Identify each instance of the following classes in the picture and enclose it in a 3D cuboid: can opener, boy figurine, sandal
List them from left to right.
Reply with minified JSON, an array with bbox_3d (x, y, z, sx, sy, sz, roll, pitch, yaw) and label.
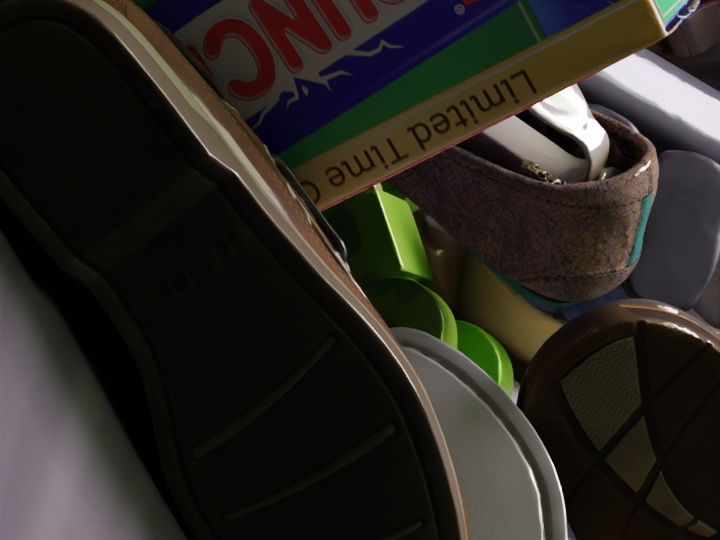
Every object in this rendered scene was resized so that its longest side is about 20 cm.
[{"bbox_3d":[0.062,-0.085,0.876,0.200,0.053,0.067,26,59,-29],"label":"can opener"},{"bbox_3d":[0.076,0.007,0.918,0.124,0.064,0.200,25,-15,0],"label":"boy figurine"},{"bbox_3d":[0.109,0.055,0.819,0.200,0.082,0.055,30,29,-47],"label":"sandal"}]

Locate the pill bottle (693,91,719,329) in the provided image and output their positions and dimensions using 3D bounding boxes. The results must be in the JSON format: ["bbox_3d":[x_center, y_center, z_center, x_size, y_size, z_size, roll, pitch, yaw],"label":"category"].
[{"bbox_3d":[0.170,-0.039,0.991,0.111,0.111,0.200,53,22,-36],"label":"pill bottle"}]

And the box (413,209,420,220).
[{"bbox_3d":[0.070,-0.059,1.095,0.095,0.103,0.200,64,15,4],"label":"box"}]

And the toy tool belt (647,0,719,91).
[{"bbox_3d":[0.144,-0.131,0.918,0.200,0.125,0.123,42,-34,35],"label":"toy tool belt"}]

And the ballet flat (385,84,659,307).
[{"bbox_3d":[0.007,-0.069,0.773,0.200,0.067,0.068,33,48,5],"label":"ballet flat"}]

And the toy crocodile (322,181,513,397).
[{"bbox_3d":[0.000,0.000,0.830,0.068,0.062,0.200,28,41,-65],"label":"toy crocodile"}]

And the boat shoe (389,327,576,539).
[{"bbox_3d":[0.046,0.109,0.745,0.200,0.074,0.060,57,-3,20],"label":"boat shoe"}]

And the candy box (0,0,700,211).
[{"bbox_3d":[-0.028,-0.119,0.698,0.200,0.169,0.077,61,22,-7],"label":"candy box"}]

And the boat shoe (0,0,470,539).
[{"bbox_3d":[-0.028,0.008,0.662,0.200,0.072,0.068,61,15,-9],"label":"boat shoe"}]

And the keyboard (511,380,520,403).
[{"bbox_3d":[0.092,0.089,0.865,0.200,0.011,0.056,45,8,15],"label":"keyboard"}]
